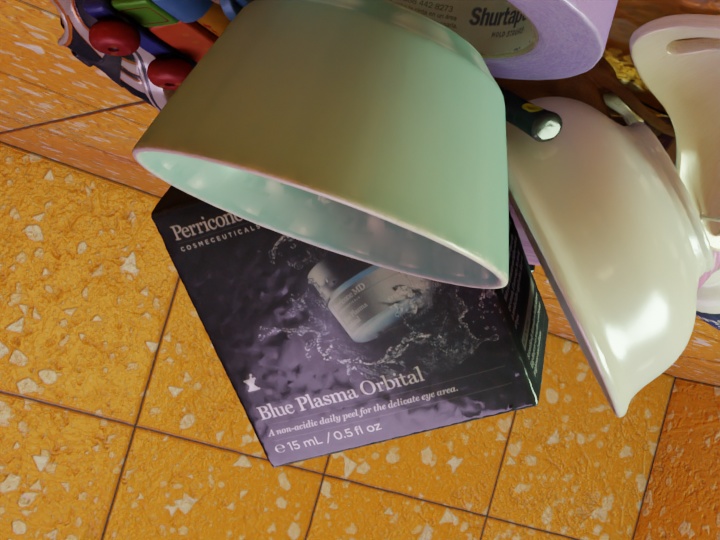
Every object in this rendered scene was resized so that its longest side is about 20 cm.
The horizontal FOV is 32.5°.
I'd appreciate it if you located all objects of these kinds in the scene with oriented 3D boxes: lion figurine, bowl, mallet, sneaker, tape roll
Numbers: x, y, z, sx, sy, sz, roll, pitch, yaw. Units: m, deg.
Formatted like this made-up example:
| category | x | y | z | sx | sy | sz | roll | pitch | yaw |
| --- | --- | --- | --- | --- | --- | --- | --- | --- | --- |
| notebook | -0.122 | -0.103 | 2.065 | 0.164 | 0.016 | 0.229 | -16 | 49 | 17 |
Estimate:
| category | x | y | z | sx | sy | sz | roll | pitch | yaw |
| --- | --- | --- | --- | --- | --- | --- | --- | --- | --- |
| lion figurine | 0.119 | -0.114 | 0.817 | 0.198 | 0.073 | 0.123 | -7 | 134 | 43 |
| bowl | 0.145 | -0.025 | 0.725 | 0.089 | 0.203 | 0.201 | -27 | 168 | 7 |
| mallet | 0.061 | -0.116 | 0.718 | 0.065 | 0.042 | 0.199 | -18 | -148 | -28 |
| sneaker | -0.181 | -0.186 | 0.951 | 0.078 | 0.080 | 0.200 | 11 | 164 | 10 |
| tape roll | 0.028 | -0.157 | 0.588 | 0.197 | 0.067 | 0.200 | 16 | 176 | 1 |
| bowl | -0.006 | -0.072 | 0.626 | 0.198 | 0.107 | 0.201 | 18 | 175 | 2 |

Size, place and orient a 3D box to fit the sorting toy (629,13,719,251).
| category | x | y | z | sx | sy | sz | roll | pitch | yaw |
| --- | --- | --- | --- | --- | --- | --- | --- | --- | --- |
| sorting toy | 0.234 | -0.077 | 0.650 | 0.179 | 0.108 | 0.199 | 31 | 174 | -31 |

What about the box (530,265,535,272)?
| category | x | y | z | sx | sy | sz | roll | pitch | yaw |
| --- | --- | --- | --- | --- | --- | --- | --- | --- | --- |
| box | 0.071 | -0.071 | 1.214 | 0.147 | 0.109 | 0.199 | 18 | 176 | -26 |

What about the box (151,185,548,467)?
| category | x | y | z | sx | sy | sz | roll | pitch | yaw |
| --- | --- | --- | --- | --- | --- | --- | --- | --- | --- |
| box | 0.000 | 0.000 | 0.811 | 0.194 | 0.202 | 0.118 | -16 | -158 | 19 |

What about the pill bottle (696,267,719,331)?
| category | x | y | z | sx | sy | sz | roll | pitch | yaw |
| --- | --- | --- | --- | --- | --- | --- | --- | --- | --- |
| pill bottle | 0.301 | -0.014 | 1.018 | 0.110 | 0.113 | 0.199 | 14 | 175 | 32 |

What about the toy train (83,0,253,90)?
| category | x | y | z | sx | sy | sz | roll | pitch | yaw |
| --- | --- | --- | --- | --- | --- | --- | --- | --- | --- |
| toy train | -0.092 | -0.170 | 0.853 | 0.114 | 0.086 | 0.200 | 0 | 169 | 23 |

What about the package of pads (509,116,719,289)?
| category | x | y | z | sx | sy | sz | roll | pitch | yaw |
| --- | --- | --- | --- | --- | --- | --- | --- | --- | --- |
| package of pads | 0.186 | -0.054 | 0.881 | 0.199 | 0.120 | 0.076 | 12 | 134 | 50 |
